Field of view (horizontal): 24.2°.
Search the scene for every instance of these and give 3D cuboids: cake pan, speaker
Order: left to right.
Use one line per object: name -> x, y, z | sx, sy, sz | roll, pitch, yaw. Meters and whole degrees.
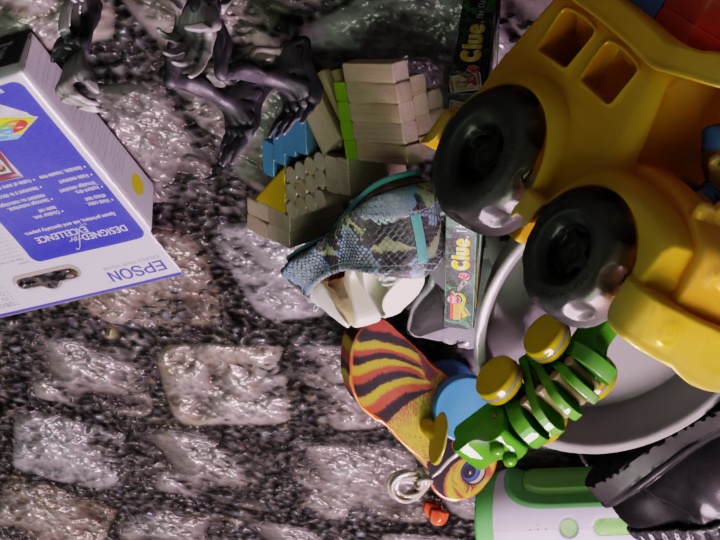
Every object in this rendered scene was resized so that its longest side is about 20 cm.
speaker -> 0.191, 0.189, 1.280 | 0.198, 0.089, 0.089 | -5, 140, 19
cake pan -> 0.162, 0.025, 1.057 | 0.198, 0.037, 0.202 | -7, 122, -11

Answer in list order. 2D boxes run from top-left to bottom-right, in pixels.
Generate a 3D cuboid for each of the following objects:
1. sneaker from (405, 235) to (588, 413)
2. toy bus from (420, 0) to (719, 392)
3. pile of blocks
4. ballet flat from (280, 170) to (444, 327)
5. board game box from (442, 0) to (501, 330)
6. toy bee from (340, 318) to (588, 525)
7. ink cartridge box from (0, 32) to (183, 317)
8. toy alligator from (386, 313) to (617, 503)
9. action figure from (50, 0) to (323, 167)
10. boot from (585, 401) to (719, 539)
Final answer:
sneaker -> 0.093, 0.045, 1.144 | 0.114, 0.075, 0.201 | -6, 129, 27
toy bus -> 0.152, -0.065, 0.801 | 0.135, 0.200, 0.193 | 23, 109, -38
pile of blocks -> -0.005, -0.079, 1.024 | 0.062, 0.083, 0.200 | -19, 172, -36
ballet flat -> 0.000, 0.000, 1.011 | 0.073, 0.075, 0.200 | 18, 164, -10
board game box -> 0.064, -0.068, 0.973 | 0.023, 0.106, 0.201 | 4, 141, 5
toy bee -> 0.059, 0.121, 1.188 | 0.199, 0.109, 0.131 | 32, -179, 6
ink cartridge box -> -0.244, -0.055, 1.111 | 0.196, 0.047, 0.200 | -12, 138, 23
toy alligator -> 0.097, 0.091, 1.025 | 0.200, 0.054, 0.059 | -43, 121, 13
action figure -> -0.112, -0.138, 0.930 | 0.118, 0.103, 0.200 | -12, 139, 43
boot -> 0.273, 0.155, 1.146 | 0.158, 0.079, 0.211 | 50, 130, -3
